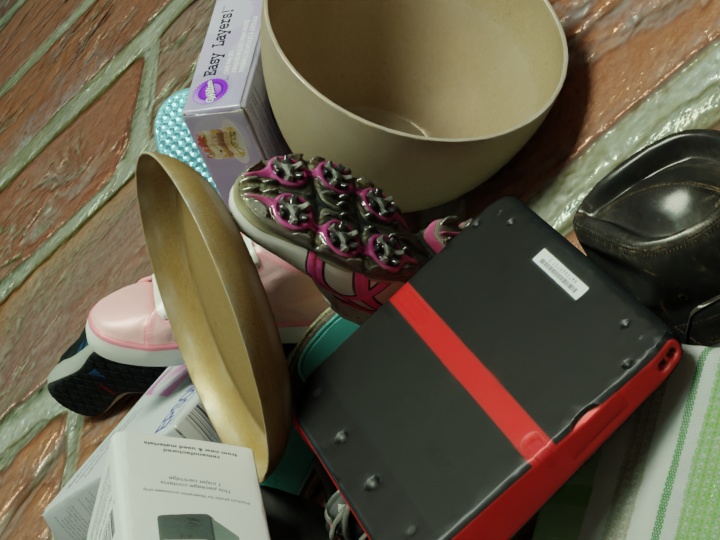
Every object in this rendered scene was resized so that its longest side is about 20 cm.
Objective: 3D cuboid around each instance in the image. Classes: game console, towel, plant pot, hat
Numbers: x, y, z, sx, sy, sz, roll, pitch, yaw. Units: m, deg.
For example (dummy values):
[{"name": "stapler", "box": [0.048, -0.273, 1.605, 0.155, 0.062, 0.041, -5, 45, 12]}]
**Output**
[{"name": "game console", "box": [0.055, 0.059, 0.851, 0.177, 0.031, 0.200, -42, 30, 1]}, {"name": "towel", "box": [0.152, 0.108, 0.763, 0.200, 0.031, 0.150, 1, 71, 61]}, {"name": "plant pot", "box": [0.022, -0.115, 1.117, 0.135, 0.199, 0.201, 110, 174, -49]}, {"name": "plant pot", "box": [-0.082, 0.024, 0.968, 0.027, 0.201, 0.200, -20, 21, -17]}, {"name": "hat", "box": [0.163, -0.016, 0.858, 0.200, 0.081, 0.201, -39, 31, 28]}]

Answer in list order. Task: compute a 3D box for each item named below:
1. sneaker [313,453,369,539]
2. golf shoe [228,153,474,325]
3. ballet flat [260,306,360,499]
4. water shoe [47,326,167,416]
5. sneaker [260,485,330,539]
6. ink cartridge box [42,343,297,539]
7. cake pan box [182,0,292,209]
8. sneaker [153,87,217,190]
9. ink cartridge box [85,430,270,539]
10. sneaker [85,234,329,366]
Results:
[{"name": "sneaker", "box": [0.013, 0.153, 0.893, 0.077, 0.082, 0.200, -50, 27, 6]}, {"name": "golf shoe", "box": [0.000, 0.000, 0.974, 0.092, 0.199, 0.073, -41, 41, 35]}, {"name": "ballet flat", "box": [-0.028, 0.082, 1.072, 0.201, 0.071, 0.071, -55, 27, -4]}, {"name": "water shoe", "box": [-0.184, 0.055, 1.340, 0.199, 0.071, 0.079, -21, 39, 46]}, {"name": "sneaker", "box": [-0.034, 0.218, 0.927, 0.200, 0.080, 0.087, -102, 31, -55]}, {"name": "ink cartridge box", "box": [-0.134, 0.106, 1.161, 0.200, 0.043, 0.197, -32, 12, 34]}, {"name": "cake pan box", "box": [-0.055, -0.103, 1.205, 0.052, 0.201, 0.185, -4, 48, 19]}, {"name": "sneaker", "box": [-0.089, -0.036, 1.304, 0.079, 0.130, 0.201, -16, 76, 17]}, {"name": "ink cartridge box", "box": [-0.098, 0.203, 0.868, 0.200, 0.083, 0.147, -109, 33, -57]}, {"name": "sneaker", "box": [-0.082, -0.003, 1.090, 0.076, 0.199, 0.105, -107, 14, -56]}]
